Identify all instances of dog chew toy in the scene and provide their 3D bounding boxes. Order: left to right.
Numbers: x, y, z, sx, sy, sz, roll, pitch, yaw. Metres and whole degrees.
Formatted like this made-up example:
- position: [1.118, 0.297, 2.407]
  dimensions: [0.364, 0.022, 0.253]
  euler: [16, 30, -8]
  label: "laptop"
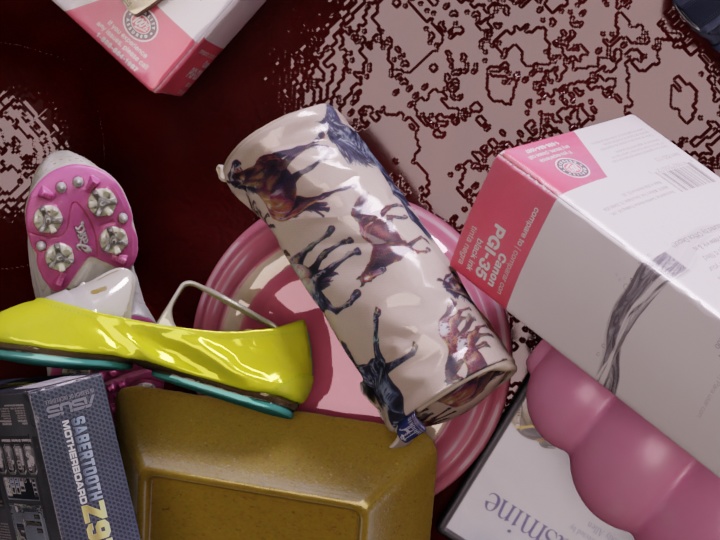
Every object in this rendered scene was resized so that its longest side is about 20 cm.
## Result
- position: [0.178, 0.109, 1.057]
  dimensions: [0.200, 0.125, 0.125]
  euler: [40, 95, 10]
  label: "dog chew toy"

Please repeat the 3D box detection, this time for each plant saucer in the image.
- position: [-0.062, 0.182, 1.096]
  dimensions: [0.199, 0.048, 0.201]
  euler: [8, 110, 11]
  label: "plant saucer"
- position: [-0.009, 0.052, 1.114]
  dimensions: [0.199, 0.051, 0.202]
  euler: [0, 92, 10]
  label: "plant saucer"

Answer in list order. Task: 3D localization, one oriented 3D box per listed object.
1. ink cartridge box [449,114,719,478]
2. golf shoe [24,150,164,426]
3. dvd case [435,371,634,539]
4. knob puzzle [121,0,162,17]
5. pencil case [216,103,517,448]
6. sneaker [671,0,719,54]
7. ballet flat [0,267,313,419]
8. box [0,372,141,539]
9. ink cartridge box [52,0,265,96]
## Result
- position: [0.173, 0.009, 1.015]
  dimensions: [0.200, 0.146, 0.083]
  euler: [40, 123, 25]
  label: "ink cartridge box"
- position: [-0.165, 0.019, 1.128]
  dimensions: [0.075, 0.092, 0.201]
  euler: [-9, 114, -15]
  label: "golf shoe"
- position: [0.156, 0.112, 1.124]
  dimensions: [0.142, 0.018, 0.201]
  euler: [31, 95, 2]
  label: "dvd case"
- position: [-0.105, -0.275, 1.042]
  dimensions: [0.218, 0.030, 0.221]
  euler: [0, 90, 7]
  label: "knob puzzle"
- position: [0.000, 0.000, 1.043]
  dimensions: [0.089, 0.078, 0.201]
  euler: [-37, 79, 14]
  label: "pencil case"
- position: [0.272, -0.202, 1.071]
  dimensions: [0.202, 0.077, 0.146]
  euler: [-43, 91, 7]
  label: "sneaker"
- position: [-0.123, 0.035, 1.060]
  dimensions: [0.199, 0.067, 0.067]
  euler: [12, 84, -5]
  label: "ballet flat"
- position: [-0.192, 0.143, 1.072]
  dimensions: [0.051, 0.200, 0.159]
  euler: [-13, 92, -31]
  label: "box"
- position: [-0.102, -0.226, 1.099]
  dimensions: [0.146, 0.085, 0.200]
  euler: [43, 97, 3]
  label: "ink cartridge box"
